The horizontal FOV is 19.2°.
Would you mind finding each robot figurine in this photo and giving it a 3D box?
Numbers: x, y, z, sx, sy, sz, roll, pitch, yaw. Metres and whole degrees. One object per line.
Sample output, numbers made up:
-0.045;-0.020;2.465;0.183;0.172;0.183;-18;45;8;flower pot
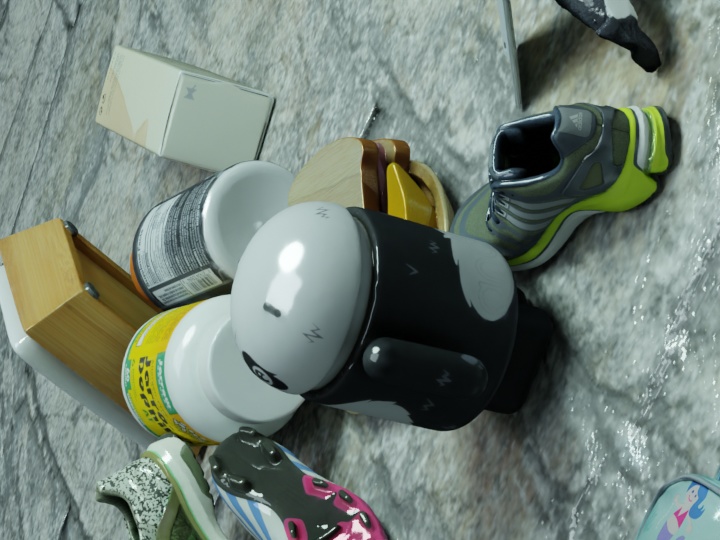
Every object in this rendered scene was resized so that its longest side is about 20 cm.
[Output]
0.017;0.031;1.316;0.150;0.199;0.126;-32;49;55;robot figurine

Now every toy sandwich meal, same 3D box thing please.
0.000;0.000;1.518;0.205;0.070;0.206;-41;41;50;toy sandwich meal

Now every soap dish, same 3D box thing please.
-0.211;0.056;1.797;0.081;0.200;0.158;-43;32;9;soap dish

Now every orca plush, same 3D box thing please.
0.135;-0.200;1.339;0.201;0.105;0.071;64;148;24;orca plush

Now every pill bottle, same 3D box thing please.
-0.120;-0.019;1.736;0.200;0.106;0.107;-19;59;61;pill bottle
-0.106;0.077;1.625;0.200;0.112;0.114;167;115;-68;pill bottle

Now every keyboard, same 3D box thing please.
0.092;-0.184;1.367;0.200;0.011;0.057;75;-175;-57;keyboard

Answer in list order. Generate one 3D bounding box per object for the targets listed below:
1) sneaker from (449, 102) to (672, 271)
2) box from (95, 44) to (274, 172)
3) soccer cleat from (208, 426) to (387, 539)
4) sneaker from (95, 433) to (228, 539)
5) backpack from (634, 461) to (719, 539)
0.105;-0.059;1.321;0.200;0.080;0.074;-36;45;53;sneaker
-0.160;-0.143;1.902;0.200;0.094;0.078;29;104;65;box
-0.031;0.183;1.505;0.070;0.087;0.200;-41;46;-10;soccer cleat
-0.140;0.227;1.608;0.201;0.088;0.077;62;152;17;sneaker
0.200;0.161;0.943;0.201;0.150;0.178;-64;26;12;backpack
